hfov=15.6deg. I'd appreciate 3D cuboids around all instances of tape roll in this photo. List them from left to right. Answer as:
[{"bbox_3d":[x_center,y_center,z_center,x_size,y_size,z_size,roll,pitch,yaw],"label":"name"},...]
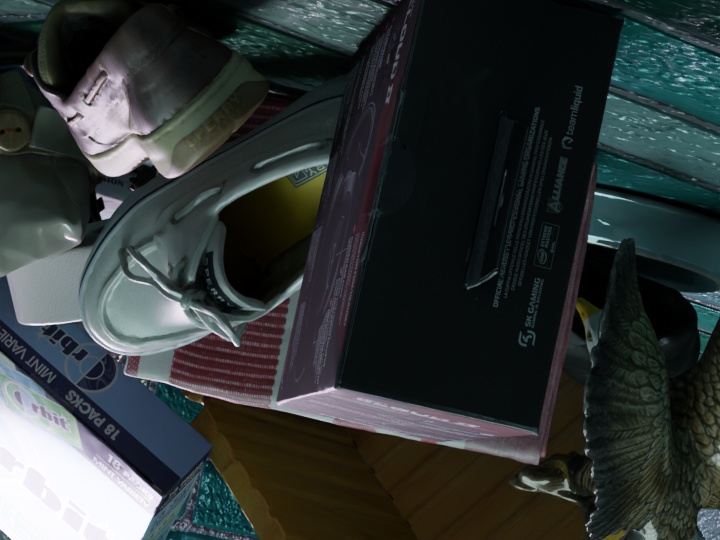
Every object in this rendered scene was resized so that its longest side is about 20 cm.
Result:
[{"bbox_3d":[-0.079,-0.014,1.314,0.202,0.037,0.203,-13,-175,1],"label":"tape roll"}]

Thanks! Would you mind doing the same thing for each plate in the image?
[{"bbox_3d":[0.124,-0.015,1.360,0.199,0.026,0.200,11,173,1],"label":"plate"}]

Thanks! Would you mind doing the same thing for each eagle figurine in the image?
[{"bbox_3d":[0.147,0.066,1.239,0.151,0.152,0.200,33,148,-4],"label":"eagle figurine"}]

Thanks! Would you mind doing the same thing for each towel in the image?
[{"bbox_3d":[0.000,0.000,1.200,0.199,0.145,0.023,12,-171,5],"label":"towel"}]

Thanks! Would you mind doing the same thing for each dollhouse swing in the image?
[{"bbox_3d":[0.048,0.078,1.383,0.182,0.176,0.200,20,-153,-46],"label":"dollhouse swing"}]

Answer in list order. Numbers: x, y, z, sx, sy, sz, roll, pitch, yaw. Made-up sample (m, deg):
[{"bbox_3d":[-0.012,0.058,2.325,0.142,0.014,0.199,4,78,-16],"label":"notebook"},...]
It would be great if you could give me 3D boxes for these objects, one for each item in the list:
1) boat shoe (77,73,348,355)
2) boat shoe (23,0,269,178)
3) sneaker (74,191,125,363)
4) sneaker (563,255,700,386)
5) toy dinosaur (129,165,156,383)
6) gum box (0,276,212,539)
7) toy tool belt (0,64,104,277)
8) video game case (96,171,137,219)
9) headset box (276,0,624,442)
[{"bbox_3d":[-0.056,-0.004,1.122,0.202,0.086,0.075,-30,113,33],"label":"boat shoe"},{"bbox_3d":[-0.095,-0.084,1.051,0.072,0.072,0.200,45,175,-15],"label":"boat shoe"},{"bbox_3d":[-0.193,0.004,1.516,0.077,0.147,0.202,-19,167,-27],"label":"sneaker"},{"bbox_3d":[0.079,0.014,1.344,0.199,0.076,0.091,5,164,1],"label":"sneaker"},{"bbox_3d":[-0.108,0.006,1.511,0.077,0.200,0.102,27,-155,-29],"label":"toy dinosaur"},{"bbox_3d":[-0.175,0.092,1.438,0.170,0.045,0.200,41,151,7],"label":"gum box"},{"bbox_3d":[-0.191,-0.063,1.257,0.125,0.123,0.200,-20,-172,-12],"label":"toy tool belt"},{"bbox_3d":[-0.218,-0.061,1.624,0.181,0.023,0.200,16,174,-33],"label":"video game case"},{"bbox_3d":[0.030,-0.017,0.958,0.077,0.149,0.200,13,173,-8],"label":"headset box"}]
